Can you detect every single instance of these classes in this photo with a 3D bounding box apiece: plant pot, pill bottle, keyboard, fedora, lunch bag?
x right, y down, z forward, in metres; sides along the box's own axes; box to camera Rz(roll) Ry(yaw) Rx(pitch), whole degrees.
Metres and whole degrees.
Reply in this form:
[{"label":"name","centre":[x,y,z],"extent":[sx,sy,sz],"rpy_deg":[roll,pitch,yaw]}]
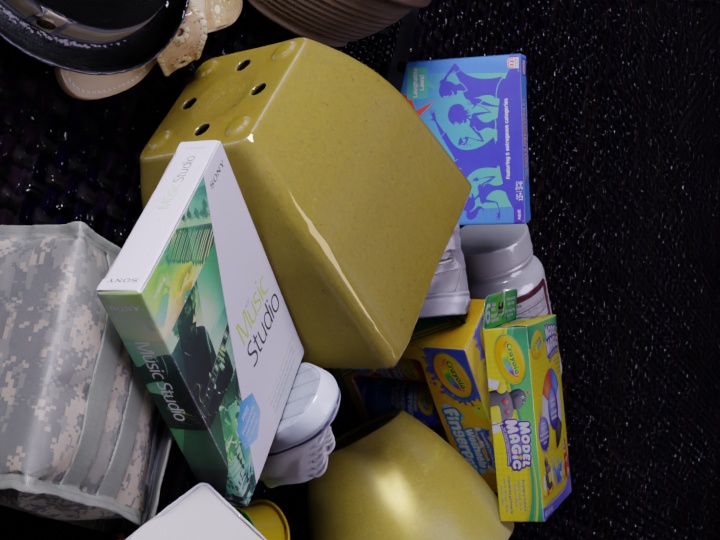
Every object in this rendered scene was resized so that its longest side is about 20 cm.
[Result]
[{"label":"plant pot","centre":[-0.059,-0.062,0.845],"extent":[0.201,0.191,0.198],"rpy_deg":[54,47,-36]},{"label":"pill bottle","centre":[0.172,0.047,1.290],"extent":[0.114,0.112,0.203],"rpy_deg":[-45,128,-48]},{"label":"plant pot","centre":[-0.037,-0.256,0.911],"extent":[0.200,0.200,0.094],"rpy_deg":[-14,140,-57]},{"label":"keyboard","centre":[-0.008,-0.200,0.971],"extent":[0.040,0.102,0.203],"rpy_deg":[92,8,-52]},{"label":"fedora","centre":[-0.173,-0.228,0.686],"extent":[0.198,0.091,0.205],"rpy_deg":[8,78,-43]},{"label":"lunch bag","centre":[-0.179,0.083,0.714],"extent":[0.200,0.115,0.167],"rpy_deg":[44,50,-60]},{"label":"plant pot","centre":[0.026,0.219,1.013],"extent":[0.199,0.198,0.144],"rpy_deg":[-26,88,-55]}]

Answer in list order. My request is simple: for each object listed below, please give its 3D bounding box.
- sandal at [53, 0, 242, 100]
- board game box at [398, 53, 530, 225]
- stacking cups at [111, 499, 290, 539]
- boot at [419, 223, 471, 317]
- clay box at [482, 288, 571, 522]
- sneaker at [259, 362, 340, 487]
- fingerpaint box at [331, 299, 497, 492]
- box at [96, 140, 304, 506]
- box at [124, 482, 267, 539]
[{"label":"sandal","centre":[-0.138,-0.192,0.810],"extent":[0.212,0.068,0.079],"rpy_deg":[-44,127,-49]},{"label":"board game box","centre":[0.059,-0.119,1.014],"extent":[0.045,0.196,0.156],"rpy_deg":[-23,111,-72]},{"label":"stacking cups","centre":[-0.136,0.226,0.841],"extent":[0.199,0.060,0.062],"rpy_deg":[1,90,-57]},{"label":"boot","centre":[0.000,0.000,0.970],"extent":[0.074,0.196,0.098],"rpy_deg":[157,-72,-77]},{"label":"clay box","centre":[0.157,0.120,1.007],"extent":[0.115,0.047,0.205],"rpy_deg":[-8,94,-66]},{"label":"sneaker","centre":[-0.049,0.127,0.850],"extent":[0.070,0.200,0.074],"rpy_deg":[33,65,-11]},{"label":"fingerpaint box","centre":[0.070,0.125,1.074],"extent":[0.074,0.164,0.202],"rpy_deg":[-57,137,-41]},{"label":"box","centre":[-0.097,0.037,0.718],"extent":[0.146,0.036,0.202],"rpy_deg":[-71,151,-44]},{"label":"box","centre":[-0.134,0.264,0.705],"extent":[0.127,0.108,0.202],"rpy_deg":[-32,156,-53]}]
